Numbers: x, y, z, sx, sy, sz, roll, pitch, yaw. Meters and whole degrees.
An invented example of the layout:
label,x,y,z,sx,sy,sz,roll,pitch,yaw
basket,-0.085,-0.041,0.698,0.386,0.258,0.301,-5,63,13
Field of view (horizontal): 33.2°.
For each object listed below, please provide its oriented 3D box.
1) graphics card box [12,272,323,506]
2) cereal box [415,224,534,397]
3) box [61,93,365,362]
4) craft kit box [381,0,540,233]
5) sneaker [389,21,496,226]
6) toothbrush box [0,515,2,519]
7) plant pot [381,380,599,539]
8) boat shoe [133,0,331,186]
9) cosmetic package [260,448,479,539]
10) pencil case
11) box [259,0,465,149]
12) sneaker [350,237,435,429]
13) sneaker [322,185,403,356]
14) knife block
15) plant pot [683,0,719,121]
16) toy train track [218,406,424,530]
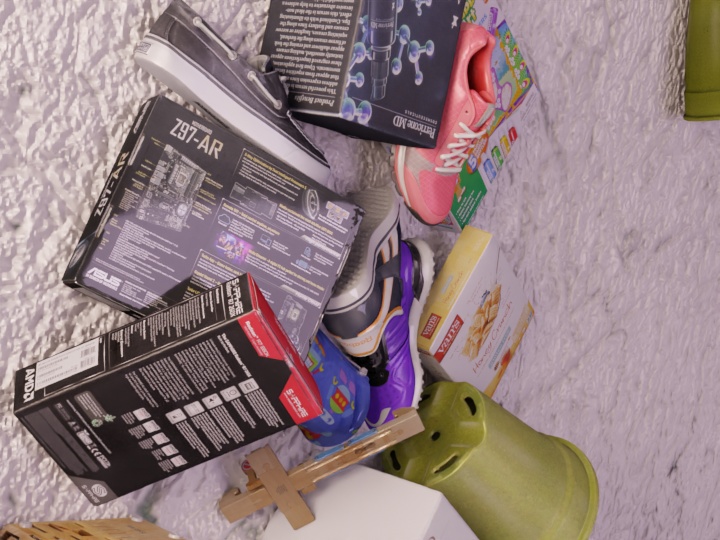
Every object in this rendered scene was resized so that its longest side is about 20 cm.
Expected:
label,x,y,z,sx,sy,sz,roll,pitch,yaw
graphics card box,-0.143,0.093,0.911,0.199,0.051,0.126,-24,130,6
cereal box,0.124,0.059,1.319,0.144,0.039,0.200,-61,150,-13
box,-0.111,-0.020,0.956,0.199,0.043,0.161,27,76,-24
craft kit box,0.099,-0.176,1.250,0.198,0.048,0.201,51,60,-42
sneaker,0.084,-0.138,1.138,0.074,0.086,0.202,-9,107,-49
toothbrush box,-0.347,0.169,0.744,0.146,0.086,0.200,-62,141,-19
plant pot,0.124,0.218,1.294,0.184,0.200,0.201,46,64,-34
boat shoe,-0.088,-0.141,0.974,0.200,0.072,0.068,37,82,-31
cosmetic package,0.016,0.311,1.179,0.168,0.166,0.200,-58,137,-23
pencil case,-0.058,0.081,1.091,0.087,0.078,0.200,-42,135,-5
box,0.006,-0.222,1.065,0.148,0.107,0.201,8,94,-53
sneaker,0.010,0.065,1.191,0.099,0.069,0.202,3,94,-45
sneaker,0.000,0.000,1.104,0.200,0.078,0.080,-71,144,-54
knife block,-0.210,0.292,0.968,0.199,0.064,0.177,12,90,-52
plant pot,0.531,-0.321,1.658,0.200,0.200,0.194,-23,105,-47
toy train track,-0.038,0.172,1.110,0.199,0.033,0.115,-25,129,1
